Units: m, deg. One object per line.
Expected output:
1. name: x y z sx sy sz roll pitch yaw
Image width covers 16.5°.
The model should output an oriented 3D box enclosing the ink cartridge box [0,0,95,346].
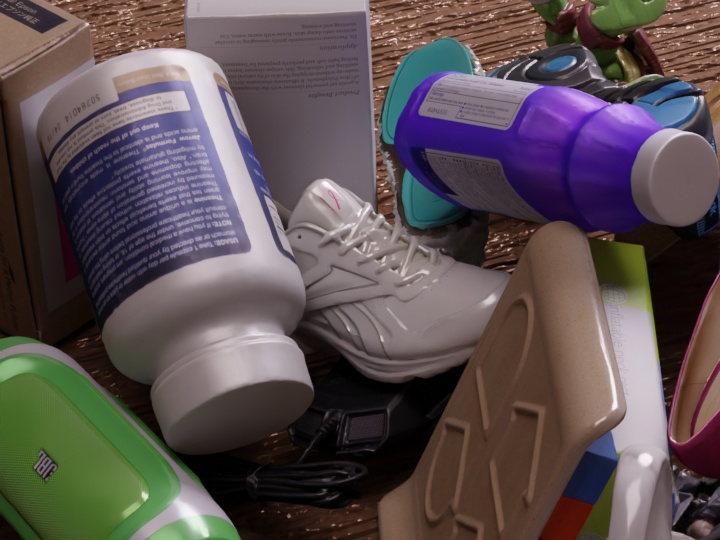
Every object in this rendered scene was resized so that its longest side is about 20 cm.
1. ink cartridge box: -0.225 -0.075 1.451 0.165 0.200 0.075 28 47 32

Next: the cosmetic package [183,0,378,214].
1. cosmetic package: -0.044 -0.084 1.457 0.107 0.200 0.085 -1 37 0

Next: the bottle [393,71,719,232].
1. bottle: 0.102 -0.059 1.289 0.200 0.083 0.065 14 73 55

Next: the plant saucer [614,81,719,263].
1. plant saucer: 0.213 -0.080 1.462 0.035 0.200 0.200 45 46 -3

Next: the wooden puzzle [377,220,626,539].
1. wooden puzzle: 0.075 0.099 1.229 0.046 0.200 0.185 22 28 -16

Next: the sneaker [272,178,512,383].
1. sneaker: 0.000 0.000 1.356 0.200 0.100 0.078 5 31 38

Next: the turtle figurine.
1. turtle figurine: 0.108 -0.116 1.528 0.200 0.194 0.144 26 77 -12

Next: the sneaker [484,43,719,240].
1. sneaker: 0.129 -0.071 1.392 0.073 0.082 0.200 -30 28 -16

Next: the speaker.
1. speaker: -0.140 0.115 1.294 0.088 0.089 0.200 -24 42 -27

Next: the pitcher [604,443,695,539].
1. pitcher: 0.116 0.193 1.110 0.121 0.172 0.200 1 35 19

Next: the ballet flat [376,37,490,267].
1. ballet flat: 0.047 -0.057 1.462 0.071 0.072 0.200 1 39 3

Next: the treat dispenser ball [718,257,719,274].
1. treat dispenser ball: 0.293 0.005 1.328 0.200 0.201 0.201 -1 37 1

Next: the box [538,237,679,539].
1. box: 0.121 0.090 1.285 0.047 0.122 0.200 9 37 -6

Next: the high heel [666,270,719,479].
1. high heel: 0.193 0.003 1.214 0.067 0.201 0.096 14 -2 36

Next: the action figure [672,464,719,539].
1. action figure: 0.230 0.139 1.257 0.200 0.070 0.130 23 30 20

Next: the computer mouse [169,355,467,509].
1. computer mouse: -0.019 0.082 1.375 0.140 0.046 0.200 -3 29 31

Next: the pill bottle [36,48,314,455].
1. pill bottle: -0.095 -0.008 1.326 0.111 0.111 0.200 -14 65 -16
